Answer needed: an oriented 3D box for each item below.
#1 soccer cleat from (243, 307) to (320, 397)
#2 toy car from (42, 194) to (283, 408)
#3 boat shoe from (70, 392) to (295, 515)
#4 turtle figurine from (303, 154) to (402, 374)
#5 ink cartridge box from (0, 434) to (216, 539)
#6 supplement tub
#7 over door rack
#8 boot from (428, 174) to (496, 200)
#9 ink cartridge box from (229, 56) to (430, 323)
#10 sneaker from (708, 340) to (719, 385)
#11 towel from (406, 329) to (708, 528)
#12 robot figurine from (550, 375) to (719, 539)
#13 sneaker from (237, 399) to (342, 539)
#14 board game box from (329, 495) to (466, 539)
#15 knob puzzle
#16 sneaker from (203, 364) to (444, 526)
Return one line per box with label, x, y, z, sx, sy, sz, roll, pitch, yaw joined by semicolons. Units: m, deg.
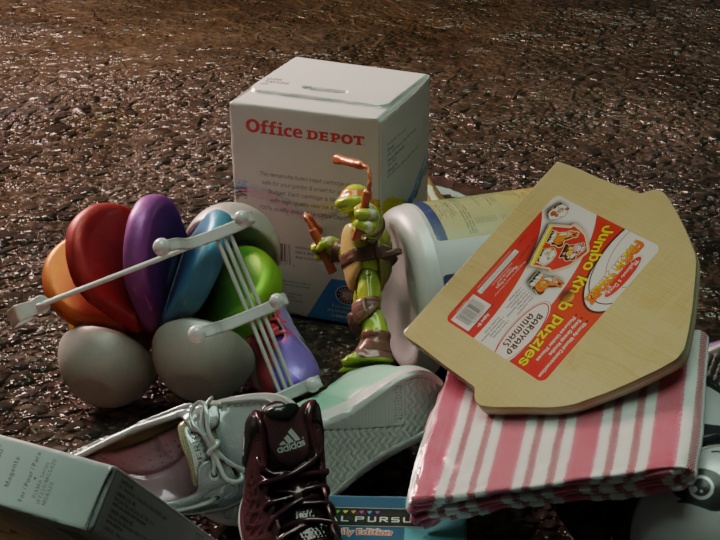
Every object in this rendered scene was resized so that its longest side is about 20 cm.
soccer cleat;-0.085;0.043;1.270;0.066;0.077;0.200;-8;26;-16
toy car;-0.164;0.005;1.196;0.197;0.151;0.177;-4;48;21
boat shoe;-0.135;0.134;1.021;0.199;0.075;0.065;-15;-12;7
turtle figurine;0.000;0.000;1.210;0.063;0.164;0.200;-2;-11;-16
ink cartridge box;-0.190;0.151;0.927;0.171;0.200;0.044;12;69;23
supplement tub;0.122;0.006;1.268;0.197;0.146;0.145;-7;26;-16
over door rack;-0.143;0.059;1.087;0.198;0.149;0.067;-23;-4;-6
boot;0.135;-0.051;1.510;0.164;0.073;0.200;-1;21;-32
ink cartridge box;-0.024;-0.076;1.374;0.145;0.203;0.145;9;26;18
sneaker;0.327;0.071;1.156;0.113;0.074;0.199;-13;3;-39
towel;0.133;0.103;0.986;0.198;0.030;0.147;-11;32;24
robot figurine;0.217;0.140;1.001;0.124;0.150;0.200;39;12;-24
sneaker;-0.044;0.145;0.892;0.075;0.117;0.200;-6;25;-12
board game box;-0.006;0.216;0.935;0.149;0.048;0.201;1;25;3
knob puzzle;0.151;0.026;1.023;0.217;0.031;0.222;-20;44;20
sneaker;-0.035;0.130;1.114;0.198;0.075;0.118;-23;4;-11
